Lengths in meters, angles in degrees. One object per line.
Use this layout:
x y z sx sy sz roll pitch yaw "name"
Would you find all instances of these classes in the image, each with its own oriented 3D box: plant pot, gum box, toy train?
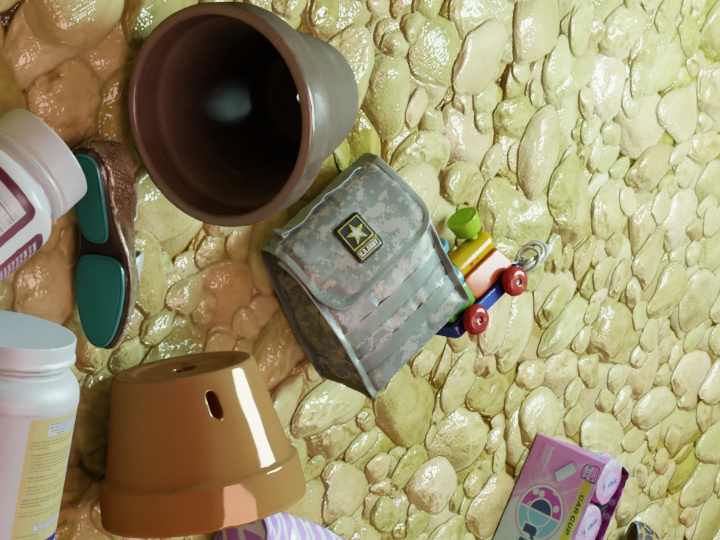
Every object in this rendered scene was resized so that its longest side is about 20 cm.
-0.087 -0.153 1.568 0.174 0.199 0.202 -21 121 -58 "plant pot"
0.248 0.311 2.129 0.066 0.113 0.201 25 87 -47 "gum box"
-0.160 0.159 1.612 0.199 0.199 0.141 -15 100 -41 "plant pot"
0.139 -0.025 1.918 0.200 0.084 0.116 -42 118 -26 "toy train"

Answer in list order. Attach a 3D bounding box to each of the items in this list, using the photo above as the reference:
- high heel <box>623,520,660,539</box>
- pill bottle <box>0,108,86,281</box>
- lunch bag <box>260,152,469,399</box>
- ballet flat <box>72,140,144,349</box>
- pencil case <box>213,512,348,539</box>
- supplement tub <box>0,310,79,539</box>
0.350 0.445 2.326 0.200 0.071 0.143 -41 124 -30 "high heel"
-0.331 -0.038 1.401 0.200 0.114 0.115 -44 132 -25 "pill bottle"
0.000 0.000 1.755 0.164 0.117 0.201 -43 125 -22 "lunch bag"
-0.226 -0.026 1.552 0.065 0.070 0.201 -32 131 -51 "ballet flat"
-0.071 0.311 1.824 0.200 0.085 0.084 26 88 -48 "pencil case"
-0.322 0.146 1.459 0.145 0.145 0.202 1 105 -46 "supplement tub"
